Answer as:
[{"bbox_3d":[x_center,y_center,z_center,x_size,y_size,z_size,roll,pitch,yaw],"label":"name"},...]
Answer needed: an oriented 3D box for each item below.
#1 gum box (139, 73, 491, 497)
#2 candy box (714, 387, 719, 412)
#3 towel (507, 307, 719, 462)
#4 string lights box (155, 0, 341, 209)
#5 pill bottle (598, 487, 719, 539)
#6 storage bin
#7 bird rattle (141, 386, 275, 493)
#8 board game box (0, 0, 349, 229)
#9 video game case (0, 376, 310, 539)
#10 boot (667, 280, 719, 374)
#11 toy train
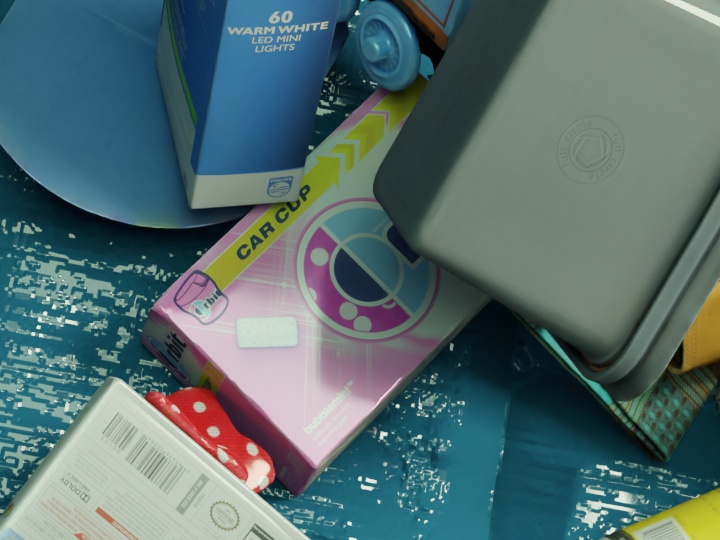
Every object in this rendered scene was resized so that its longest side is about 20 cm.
[{"bbox_3d":[0.000,0.000,1.420,0.113,0.066,0.200,44,70,5],"label":"gum box"},{"bbox_3d":[0.256,0.042,1.376,0.115,0.200,0.056,-11,71,-12],"label":"candy box"},{"bbox_3d":[0.131,-0.019,1.420,0.200,0.022,0.147,46,69,-27],"label":"towel"},{"bbox_3d":[-0.052,-0.133,1.327,0.059,0.201,0.103,-4,53,-15],"label":"string lights box"},{"bbox_3d":[0.217,0.148,1.372,0.199,0.112,0.113,-21,76,-7],"label":"pill bottle"},{"bbox_3d":[0.101,-0.069,1.302,0.134,0.146,0.201,25,104,-23],"label":"storage bin"},{"bbox_3d":[-0.122,0.154,1.347,0.199,0.113,0.164,-29,100,-17],"label":"bird rattle"},{"bbox_3d":[-0.102,-0.105,1.449,0.157,0.039,0.201,27,64,0],"label":"board game box"},{"bbox_3d":[-0.120,0.170,1.280,0.143,0.018,0.200,41,76,-17],"label":"video game case"},{"bbox_3d":[0.195,-0.056,1.399,0.143,0.071,0.203,-15,106,-25],"label":"boot"},{"bbox_3d":[0.013,-0.179,1.410,0.086,0.115,0.200,-22,57,-36],"label":"toy train"}]
